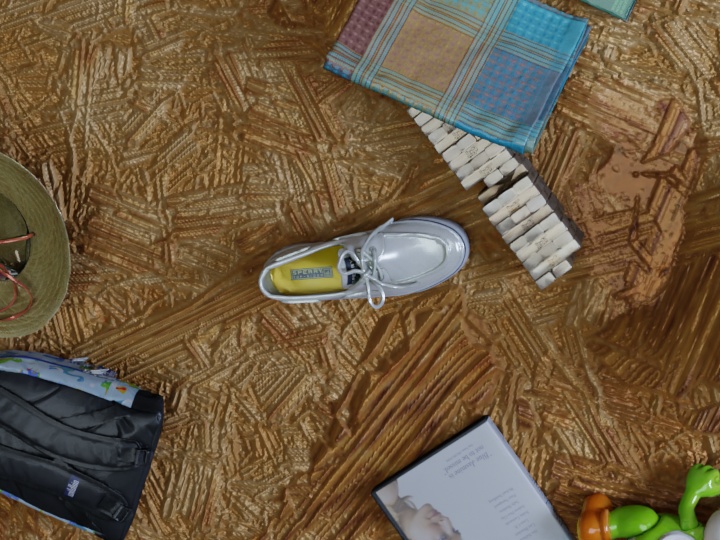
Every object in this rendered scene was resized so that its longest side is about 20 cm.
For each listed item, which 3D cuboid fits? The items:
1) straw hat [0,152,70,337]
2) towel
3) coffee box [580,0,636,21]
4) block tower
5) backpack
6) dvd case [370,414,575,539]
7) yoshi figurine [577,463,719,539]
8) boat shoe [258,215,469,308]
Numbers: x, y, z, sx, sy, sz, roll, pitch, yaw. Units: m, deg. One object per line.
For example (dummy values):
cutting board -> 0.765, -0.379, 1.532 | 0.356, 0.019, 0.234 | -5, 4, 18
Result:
straw hat -> -0.352, -0.043, 1.368 | 0.199, 0.085, 0.202 | 6, 116, 13
towel -> 0.086, -0.196, 1.226 | 0.199, 0.022, 0.147 | 24, 69, 7
coffee box -> 0.165, -0.312, 1.211 | 0.199, 0.044, 0.124 | 25, 106, 6
block tower -> 0.126, -0.083, 1.264 | 0.054, 0.058, 0.200 | -36, 94, 17
backpack -> -0.305, 0.158, 1.380 | 0.199, 0.154, 0.164 | 14, 108, -13
dvd case -> 0.121, 0.258, 1.356 | 0.142, 0.018, 0.201 | -35, 93, 17
yoshi figurine -> 0.308, 0.238, 1.285 | 0.199, 0.112, 0.113 | -10, 59, 29
boat shoe -> -0.002, -0.005, 1.293 | 0.200, 0.086, 0.075 | -6, 100, 14
